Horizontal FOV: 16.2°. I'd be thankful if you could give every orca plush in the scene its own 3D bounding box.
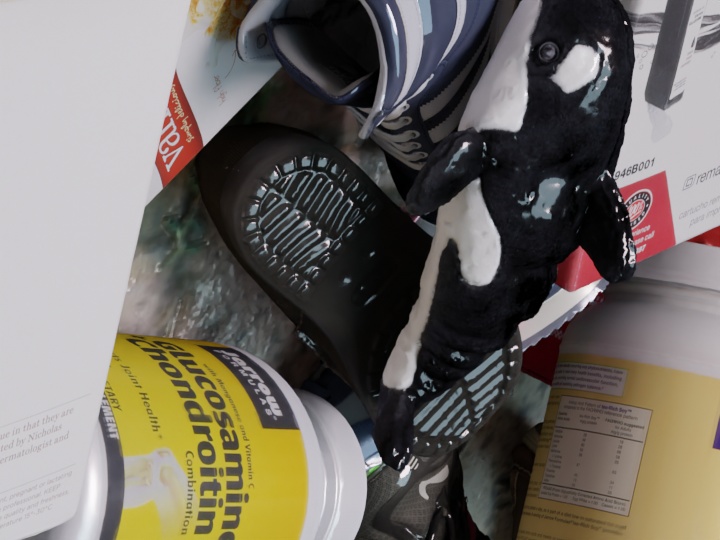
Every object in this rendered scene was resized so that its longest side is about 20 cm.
[{"bbox_3d":[0.063,-0.009,0.932,0.200,0.071,0.105,-62,157,13],"label":"orca plush"}]

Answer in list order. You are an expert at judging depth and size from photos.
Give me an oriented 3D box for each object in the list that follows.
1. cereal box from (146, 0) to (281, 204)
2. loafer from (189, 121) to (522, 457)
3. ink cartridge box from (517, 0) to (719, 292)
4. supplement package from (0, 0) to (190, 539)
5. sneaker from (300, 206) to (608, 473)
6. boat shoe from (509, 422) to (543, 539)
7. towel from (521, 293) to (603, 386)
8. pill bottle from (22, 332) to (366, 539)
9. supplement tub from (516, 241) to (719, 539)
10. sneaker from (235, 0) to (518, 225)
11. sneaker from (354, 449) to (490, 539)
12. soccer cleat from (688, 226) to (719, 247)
[{"bbox_3d":[-0.041,-0.133,0.892,0.200,0.039,0.144,-48,151,-18],"label":"cereal box"},{"bbox_3d":[0.000,0.000,1.015,0.073,0.071,0.200,-42,134,-5],"label":"loafer"},{"bbox_3d":[0.118,-0.111,1.029,0.144,0.084,0.201,-22,133,-44],"label":"ink cartridge box"},{"bbox_3d":[-0.145,-0.019,0.773,0.117,0.117,0.201,-16,130,-48],"label":"supplement package"},{"bbox_3d":[0.018,0.019,1.107,0.200,0.070,0.082,-38,113,-20],"label":"sneaker"},{"bbox_3d":[0.110,0.151,1.327,0.075,0.075,0.202,-46,148,-8],"label":"boat shoe"},{"bbox_3d":[0.115,-0.041,1.216,0.200,0.022,0.145,-59,150,1],"label":"towel"},{"bbox_3d":[-0.084,0.080,0.950,0.200,0.112,0.112,8,110,-57],"label":"pill bottle"},{"bbox_3d":[0.150,0.096,1.154,0.145,0.145,0.201,22,80,-59],"label":"supplement tub"},{"bbox_3d":[0.010,-0.067,0.931,0.109,0.070,0.200,-45,155,-31],"label":"sneaker"},{"bbox_3d":[0.038,0.130,1.186,0.077,0.084,0.200,-43,148,-14],"label":"sneaker"},{"bbox_3d":[0.178,-0.087,1.189,0.085,0.068,0.200,-56,164,-54],"label":"soccer cleat"}]
